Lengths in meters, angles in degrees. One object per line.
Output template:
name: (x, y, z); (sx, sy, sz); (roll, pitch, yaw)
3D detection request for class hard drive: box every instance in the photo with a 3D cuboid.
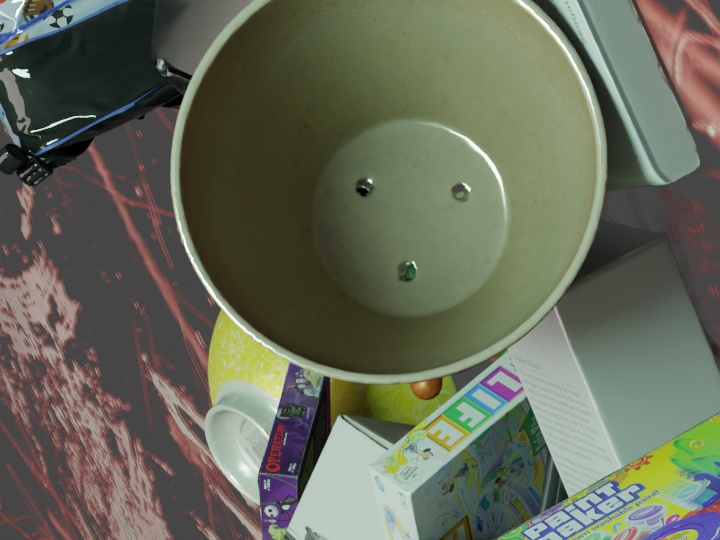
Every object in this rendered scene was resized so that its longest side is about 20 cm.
hard drive: (0.091, -0.100, 1.368); (0.132, 0.027, 0.200); (65, 164, -7)

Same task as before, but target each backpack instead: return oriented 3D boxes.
backpack: (-0.169, -0.152, 1.834); (0.190, 0.199, 0.155); (173, 75, -80)

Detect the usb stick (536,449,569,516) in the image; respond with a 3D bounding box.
usb stick: (0.108, 0.146, 1.494); (0.056, 0.032, 0.200); (80, -163, -45)

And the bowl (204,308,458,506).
bowl: (-0.038, 0.094, 1.840); (0.200, 0.108, 0.201); (33, 143, 30)

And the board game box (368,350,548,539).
board game box: (0.077, 0.146, 1.608); (0.034, 0.134, 0.200); (32, 149, 37)

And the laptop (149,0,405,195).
laptop: (-0.014, -0.113, 1.510); (0.177, 0.104, 0.200); (25, 171, 34)

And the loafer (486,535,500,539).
loafer: (0.085, 0.188, 1.543); (0.071, 0.199, 0.073); (54, 142, 44)

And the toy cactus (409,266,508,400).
toy cactus: (0.000, 0.000, 1.614); (0.200, 0.102, 0.165); (43, -162, 31)

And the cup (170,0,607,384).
cup: (0.018, -0.036, 1.344); (0.201, 0.200, 0.143); (59, 179, 11)

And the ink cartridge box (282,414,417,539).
ink cartridge box: (0.017, 0.193, 1.673); (0.083, 0.201, 0.145); (31, -168, 37)

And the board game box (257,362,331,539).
board game box: (-0.038, 0.165, 1.736); (0.120, 0.032, 0.201); (-69, -18, -52)

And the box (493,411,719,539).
box: (0.164, 0.191, 1.292); (0.122, 0.200, 0.193); (36, 151, 57)

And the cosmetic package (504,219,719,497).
cosmetic package: (0.141, 0.080, 1.420); (0.201, 0.071, 0.101); (67, 165, -15)
